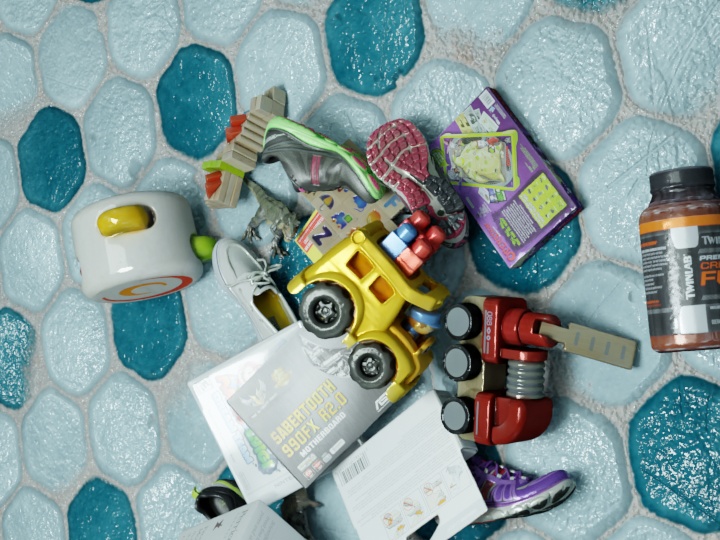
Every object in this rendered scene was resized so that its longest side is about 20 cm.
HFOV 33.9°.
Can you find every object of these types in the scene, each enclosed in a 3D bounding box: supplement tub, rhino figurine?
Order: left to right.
[{"bbox_3d":[-0.117,0.287,1.666,0.087,0.060,0.201,-38,71,31],"label":"rhino figurine"},{"bbox_3d":[0.366,-0.012,1.314,0.106,0.107,0.202,-8,86,34],"label":"supplement tub"}]

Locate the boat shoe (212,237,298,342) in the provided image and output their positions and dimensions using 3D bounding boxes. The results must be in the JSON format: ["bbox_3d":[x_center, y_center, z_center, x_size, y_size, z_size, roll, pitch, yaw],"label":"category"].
[{"bbox_3d":[-0.140,0.027,1.658,0.203,0.074,0.086,61,148,16],"label":"boat shoe"}]

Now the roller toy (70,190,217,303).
[{"bbox_3d":[-0.332,-0.039,1.737,0.182,0.199,0.141,-22,77,38],"label":"roller toy"}]

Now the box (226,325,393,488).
[{"bbox_3d":[-0.052,0.161,1.564,0.200,0.048,0.159,-43,85,2],"label":"box"}]

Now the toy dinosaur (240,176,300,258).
[{"bbox_3d":[-0.133,-0.072,1.685,0.200,0.047,0.089,41,129,47],"label":"toy dinosaur"}]

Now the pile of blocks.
[{"bbox_3d":[-0.183,-0.183,1.697,0.082,0.062,0.201,36,98,48],"label":"pile of blocks"}]

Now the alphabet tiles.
[{"bbox_3d":[0.008,-0.079,1.576,0.167,0.008,0.200,-42,65,1],"label":"alphabet tiles"}]

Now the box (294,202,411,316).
[{"bbox_3d":[0.000,0.000,1.594,0.200,0.050,0.075,50,114,25],"label":"box"}]

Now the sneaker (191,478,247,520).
[{"bbox_3d":[-0.164,0.375,1.678,0.199,0.083,0.072,34,108,24],"label":"sneaker"}]

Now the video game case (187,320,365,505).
[{"bbox_3d":[-0.112,0.198,1.604,0.181,0.024,0.201,-28,85,4],"label":"video game case"}]

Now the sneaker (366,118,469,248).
[{"bbox_3d":[0.072,-0.109,1.523,0.080,0.075,0.201,-30,64,4],"label":"sneaker"}]

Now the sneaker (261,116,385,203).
[{"bbox_3d":[-0.050,-0.134,1.579,0.199,0.077,0.084,30,100,27],"label":"sneaker"}]

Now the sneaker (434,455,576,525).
[{"bbox_3d":[0.169,0.268,1.463,0.199,0.080,0.084,-16,75,33],"label":"sneaker"}]

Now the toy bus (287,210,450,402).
[{"bbox_3d":[0.042,0.030,1.451,0.192,0.136,0.200,-42,87,17],"label":"toy bus"}]

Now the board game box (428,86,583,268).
[{"bbox_3d":[0.179,-0.117,1.489,0.120,0.032,0.201,-42,68,23],"label":"board game box"}]

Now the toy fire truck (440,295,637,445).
[{"bbox_3d":[0.214,0.123,1.422,0.199,0.128,0.178,4,92,44],"label":"toy fire truck"}]

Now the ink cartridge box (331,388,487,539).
[{"bbox_3d":[0.069,0.278,1.504,0.200,0.043,0.174,-42,57,26],"label":"ink cartridge box"}]

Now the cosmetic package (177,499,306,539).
[{"bbox_3d":[-0.164,0.438,1.575,0.165,0.165,0.199,43,135,-17],"label":"cosmetic package"}]
